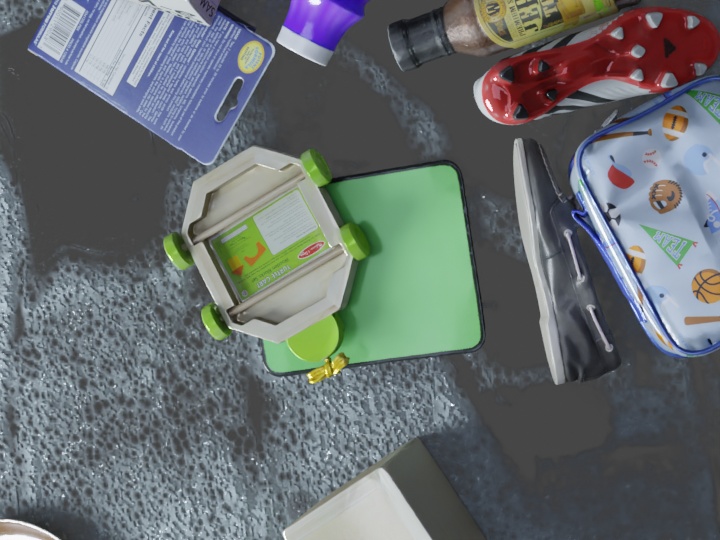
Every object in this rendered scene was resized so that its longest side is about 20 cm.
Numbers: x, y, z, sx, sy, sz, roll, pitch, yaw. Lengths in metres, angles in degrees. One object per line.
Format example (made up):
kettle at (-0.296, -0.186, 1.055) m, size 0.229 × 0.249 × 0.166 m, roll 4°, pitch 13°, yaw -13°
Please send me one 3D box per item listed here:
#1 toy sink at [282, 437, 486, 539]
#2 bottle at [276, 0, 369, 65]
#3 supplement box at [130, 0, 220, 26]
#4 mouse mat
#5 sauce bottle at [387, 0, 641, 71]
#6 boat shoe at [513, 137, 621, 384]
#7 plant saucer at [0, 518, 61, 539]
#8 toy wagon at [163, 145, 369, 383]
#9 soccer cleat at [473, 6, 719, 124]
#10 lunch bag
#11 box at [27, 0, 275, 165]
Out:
toy sink at (0.044, 0.256, 1.197) m, size 0.112 × 0.130 × 0.201 m, roll -35°, pitch 86°, yaw 14°
bottle at (-0.004, -0.266, 1.205) m, size 0.083 × 0.065 × 0.201 m, roll 28°, pitch 101°, yaw 12°
supplement box at (-0.153, -0.318, 1.219) m, size 0.125 × 0.074 × 0.201 m, roll 20°, pitch 87°, yaw 13°
mouse mat at (0.000, 0.000, 1.253) m, size 0.199 × 0.008 × 0.162 m, roll -8°, pitch 91°, yaw 15°
sauce bottle at (0.120, -0.207, 1.177) m, size 0.199 × 0.065 × 0.065 m, roll -19°, pitch 89°, yaw 15°
boat shoe at (0.163, -0.010, 1.184) m, size 0.057 × 0.067 × 0.201 m, roll -11°, pitch 96°, yaw -1°
plant saucer at (-0.312, 0.321, 1.346) m, size 0.199 × 0.032 × 0.202 m, roll 1°, pitch 95°, yaw 15°
toy wagon at (-0.068, -0.001, 1.249) m, size 0.155 × 0.040 × 0.201 m, roll -29°, pitch 86°, yaw 16°
soccer cleat at (0.182, -0.160, 1.165) m, size 0.199 × 0.085 × 0.069 m, roll -18°, pitch 102°, yaw -7°
lunch bag at (0.251, -0.041, 1.137) m, size 0.160 × 0.076 × 0.201 m, roll -28°, pitch 86°, yaw 3°
box at (-0.175, -0.189, 1.272) m, size 0.199 × 0.032 × 0.122 m, roll 34°, pitch 101°, yaw 12°
